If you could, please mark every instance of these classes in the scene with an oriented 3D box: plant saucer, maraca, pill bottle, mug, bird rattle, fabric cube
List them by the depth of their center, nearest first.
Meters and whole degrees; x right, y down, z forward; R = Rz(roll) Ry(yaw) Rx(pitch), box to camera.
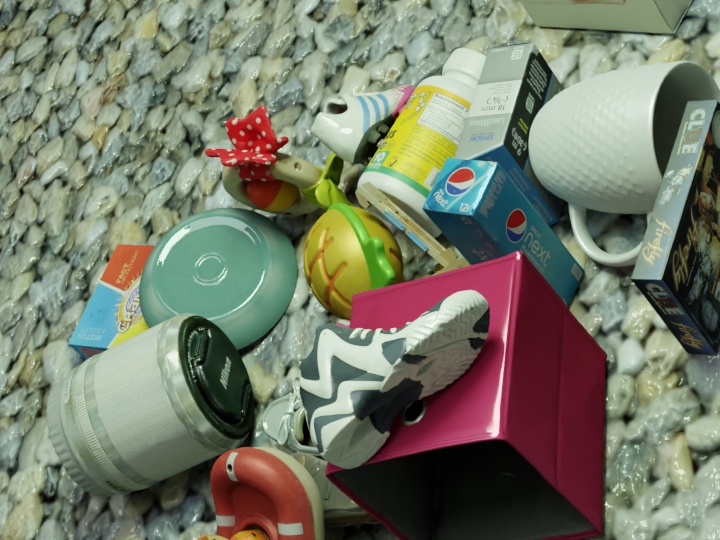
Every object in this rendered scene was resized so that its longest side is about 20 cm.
[{"bbox_3d":[0.107,0.134,1.558,0.195,0.200,0.201,-15,49,31],"label":"fabric cube"},{"bbox_3d":[0.265,-0.105,1.682,0.174,0.147,0.203,-2,87,44],"label":"mug"},{"bbox_3d":[0.000,0.000,1.802,0.106,0.139,0.200,-18,22,-16],"label":"maraca"},{"bbox_3d":[0.091,-0.147,1.862,0.112,0.113,0.201,17,70,45],"label":"pill bottle"},{"bbox_3d":[-0.099,-0.104,1.935,0.163,0.198,0.114,-32,53,55],"label":"bird rattle"},{"bbox_3d":[-0.175,0.004,1.960,0.197,0.036,0.202,-6,60,10],"label":"plant saucer"}]

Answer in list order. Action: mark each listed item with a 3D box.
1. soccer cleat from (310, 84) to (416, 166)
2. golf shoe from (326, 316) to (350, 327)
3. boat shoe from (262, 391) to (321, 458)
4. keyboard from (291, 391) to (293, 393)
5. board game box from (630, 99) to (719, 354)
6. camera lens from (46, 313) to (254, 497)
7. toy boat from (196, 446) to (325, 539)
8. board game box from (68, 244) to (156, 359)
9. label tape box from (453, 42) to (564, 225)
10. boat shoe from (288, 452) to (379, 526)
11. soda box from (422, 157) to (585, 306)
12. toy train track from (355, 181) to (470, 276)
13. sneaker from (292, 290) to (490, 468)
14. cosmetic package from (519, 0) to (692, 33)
[{"bbox_3d":[0.009,-0.186,1.919,0.070,0.086,0.200,-65,-11,28],"label":"soccer cleat"},{"bbox_3d":[-0.005,0.098,1.730,0.200,0.091,0.073,-75,-1,-83],"label":"golf shoe"},{"bbox_3d":[-0.036,0.160,1.714,0.201,0.064,0.075,9,78,47],"label":"boat shoe"},{"bbox_3d":[0.000,0.125,1.773,0.199,0.040,0.105,-29,43,19],"label":"keyboard"},{"bbox_3d":[0.326,-0.041,1.570,0.034,0.135,0.202,1,59,39],"label":"board game box"},{"bbox_3d":[-0.231,0.151,1.845,0.199,0.160,0.161,-25,45,21],"label":"camera lens"},{"bbox_3d":[-0.114,0.277,1.621,0.130,0.130,0.203,-3,90,45],"label":"toy boat"},{"bbox_3d":[-0.256,0.044,2.042,0.198,0.040,0.154,2,59,40],"label":"board game box"},{"bbox_3d":[0.166,-0.117,1.755,0.063,0.144,0.202,-2,57,35],"label":"label tape box"},{"bbox_3d":[-0.025,0.232,1.686,0.199,0.071,0.077,-5,64,49],"label":"boat shoe"},{"bbox_3d":[0.146,-0.029,1.656,0.067,0.200,0.065,10,63,42],"label":"soda box"},{"bbox_3d":[0.069,-0.018,1.762,0.200,0.114,0.033,42,119,12],"label":"toy train track"},{"bbox_3d":[0.016,0.067,1.475,0.200,0.079,0.130,-49,47,11],"label":"sneaker"},{"bbox_3d":[0.280,-0.340,1.883,0.199,0.087,0.104,10,63,43],"label":"cosmetic package"}]
